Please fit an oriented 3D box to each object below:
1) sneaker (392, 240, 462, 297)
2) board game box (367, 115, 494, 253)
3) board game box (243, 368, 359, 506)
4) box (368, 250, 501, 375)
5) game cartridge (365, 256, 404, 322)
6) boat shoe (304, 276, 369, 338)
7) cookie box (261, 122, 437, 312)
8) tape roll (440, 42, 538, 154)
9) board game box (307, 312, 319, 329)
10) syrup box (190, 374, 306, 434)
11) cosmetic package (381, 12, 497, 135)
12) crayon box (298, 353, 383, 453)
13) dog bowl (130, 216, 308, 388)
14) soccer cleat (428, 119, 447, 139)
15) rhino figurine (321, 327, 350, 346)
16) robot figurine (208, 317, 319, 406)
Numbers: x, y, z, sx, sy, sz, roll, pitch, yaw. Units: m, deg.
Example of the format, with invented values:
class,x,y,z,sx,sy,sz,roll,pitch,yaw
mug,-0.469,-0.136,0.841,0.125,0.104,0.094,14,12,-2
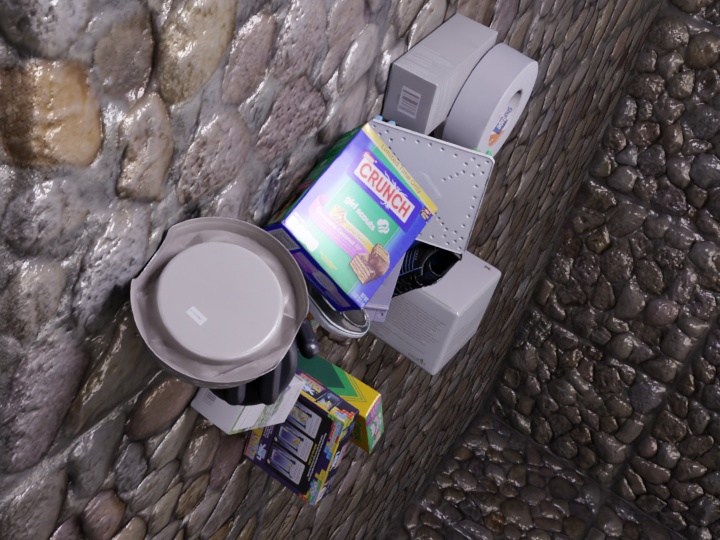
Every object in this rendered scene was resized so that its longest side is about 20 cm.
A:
class,x,y,z,sx,sy,sz,roll,pitch,yaw
sneaker,0.090,0.001,1.514,0.200,0.070,0.078,-40,-146,23
board game box,0.093,-0.133,1.394,0.201,0.198,0.026,102,8,-45
board game box,-0.105,0.283,1.544,0.057,0.165,0.201,-28,145,-53
box,0.138,0.057,1.789,0.199,0.199,0.172,-36,153,-48
game cartridge,0.000,0.000,1.469,0.039,0.128,0.201,-103,-158,-49
boat shoe,-0.043,0.031,1.303,0.200,0.070,0.073,43,47,-32
cookie box,-0.011,-0.073,1.244,0.201,0.171,0.075,-52,-158,-24
tape roll,0.210,-0.264,1.450,0.201,0.066,0.201,-52,164,-22
board game box,-0.052,0.055,1.430,0.200,0.030,0.095,-41,169,19
syrup box,-0.168,0.189,1.370,0.079,0.081,0.200,-60,162,7
cosmetic package,0.126,-0.306,1.384,0.200,0.090,0.107,-47,160,-41
crayon box,-0.043,0.241,1.633,0.058,0.172,0.201,-51,160,-21
dog bowl,-0.160,0.041,1.000,0.200,0.200,0.059,-47,174,-32
soccer cleat,0.126,-0.208,1.550,0.086,0.070,0.201,-38,140,-19
rhino figurine,-0.008,0.044,1.605,0.201,0.059,0.087,-63,165,4
robot figurine,-0.144,0.086,1.116,0.125,0.150,0.200,-44,-154,9
